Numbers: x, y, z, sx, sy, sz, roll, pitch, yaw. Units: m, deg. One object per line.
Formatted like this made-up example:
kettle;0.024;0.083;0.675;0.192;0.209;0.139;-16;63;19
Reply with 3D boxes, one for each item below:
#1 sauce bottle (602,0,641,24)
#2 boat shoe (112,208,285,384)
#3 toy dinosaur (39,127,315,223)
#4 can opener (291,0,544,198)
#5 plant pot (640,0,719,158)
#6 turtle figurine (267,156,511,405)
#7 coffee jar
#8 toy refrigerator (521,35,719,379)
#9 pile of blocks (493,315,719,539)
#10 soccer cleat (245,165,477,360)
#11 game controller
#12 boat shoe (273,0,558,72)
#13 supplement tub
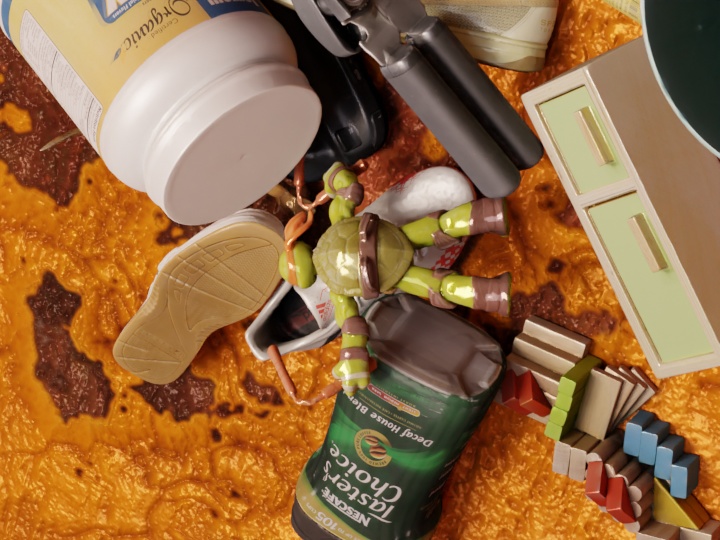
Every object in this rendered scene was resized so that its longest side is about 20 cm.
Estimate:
sauce bottle;0.125;-0.217;1.306;0.200;0.066;0.066;34;121;13
boat shoe;-0.111;0.004;1.506;0.071;0.069;0.200;34;136;-15
toy dinosaur;-0.122;-0.084;1.465;0.199;0.106;0.061;17;94;-16
can opener;0.030;-0.128;1.329;0.200;0.053;0.067;49;153;-18
plant pot;0.277;-0.159;1.182;0.200;0.161;0.201;11;113;26
turtle figurine;0.015;-0.016;1.366;0.161;0.064;0.201;-4;65;7
coffee jar;0.021;0.119;1.454;0.104;0.085;0.200;27;130;10
toy refrigerator;0.181;-0.038;1.321;0.076;0.070;0.200;-18;98;60
pile of blocks;0.164;0.117;1.404;0.200;0.062;0.082;46;123;8
soccer cleat;0.000;0.000;1.442;0.200;0.085;0.069;-36;87;34
game controller;-0.057;-0.158;1.454;0.104;0.042;0.200;-23;95;48
boat shoe;0.027;-0.180;1.366;0.200;0.073;0.063;17;100;13
supplement tub;-0.131;-0.142;1.378;0.200;0.144;0.145;50;125;23
